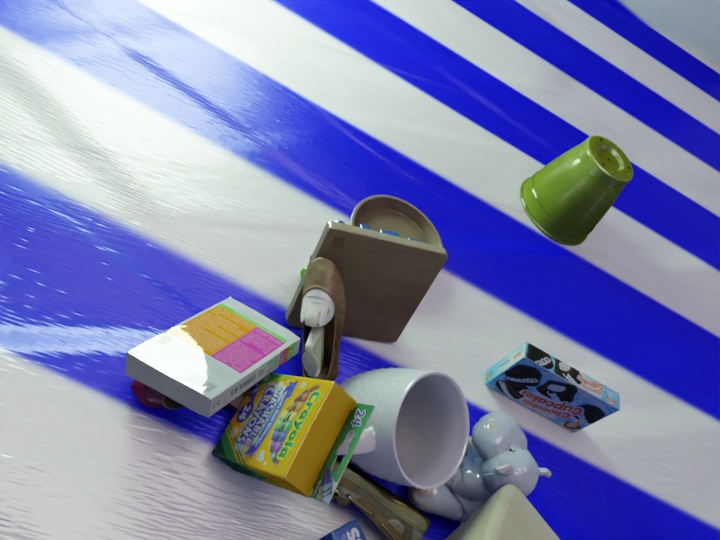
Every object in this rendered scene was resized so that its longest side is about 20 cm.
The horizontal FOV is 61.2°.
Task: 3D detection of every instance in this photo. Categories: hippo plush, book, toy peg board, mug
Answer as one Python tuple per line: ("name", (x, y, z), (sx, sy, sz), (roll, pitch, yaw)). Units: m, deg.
("hippo plush", (0.166, 0.291, 0.868), (0.158, 0.161, 0.202), (8, 51, -26))
("book", (-0.185, 0.108, 0.801), (0.132, 0.049, 0.200), (22, 23, 20))
("toy peg board", (0.000, 0.000, 0.973), (0.198, 0.200, 0.098), (11, 37, -22))
("mug", (0.018, 0.209, 0.821), (0.198, 0.174, 0.150), (-6, 90, -41))

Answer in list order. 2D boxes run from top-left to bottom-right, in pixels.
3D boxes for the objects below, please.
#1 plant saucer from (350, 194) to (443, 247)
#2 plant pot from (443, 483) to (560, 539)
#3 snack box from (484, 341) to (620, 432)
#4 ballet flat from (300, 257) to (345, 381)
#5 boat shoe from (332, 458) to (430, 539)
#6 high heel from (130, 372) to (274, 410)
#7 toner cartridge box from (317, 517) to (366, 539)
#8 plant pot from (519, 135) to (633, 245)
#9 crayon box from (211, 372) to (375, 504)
("plant saucer", (0.066, -0.054, 1.149), (0.198, 0.030, 0.202), (16, 52, -21))
("plant pot", (0.156, 0.396, 0.697), (0.200, 0.200, 0.177), (49, 8, 24))
("snack box", (0.332, 0.206, 1.059), (0.198, 0.116, 0.037), (28, 49, -9))
("ballet flat", (-0.062, 0.086, 0.878), (0.067, 0.202, 0.072), (11, 22, 15))
("boat shoe", (0.001, 0.316, 0.832), (0.200, 0.073, 0.063), (36, 79, -10))
("high heel", (-0.209, 0.154, 0.840), (0.199, 0.095, 0.068), (11, 86, -48))
("toner cartridge box", (0.006, 0.417, 0.742), (0.043, 0.095, 0.201), (-15, 66, -34))
("plant pot", (0.502, -0.195, 1.384), (0.198, 0.193, 0.202), (15, 52, -20))
("crayon box", (-0.088, 0.198, 0.754), (0.052, 0.199, 0.126), (47, 58, -30))
